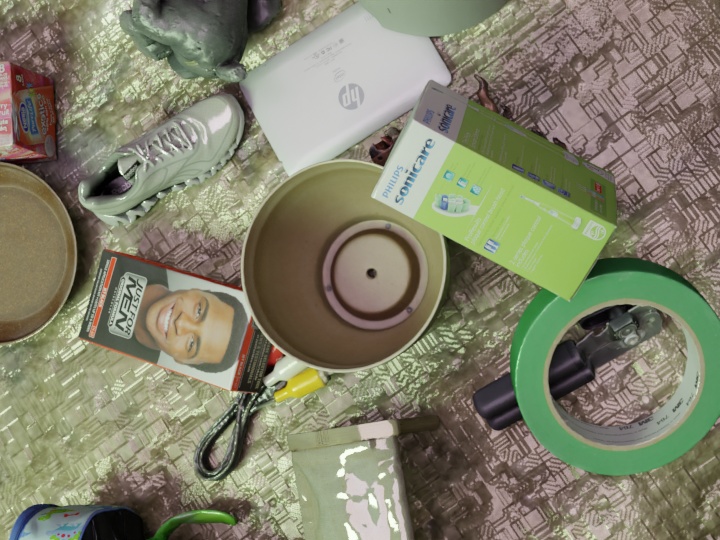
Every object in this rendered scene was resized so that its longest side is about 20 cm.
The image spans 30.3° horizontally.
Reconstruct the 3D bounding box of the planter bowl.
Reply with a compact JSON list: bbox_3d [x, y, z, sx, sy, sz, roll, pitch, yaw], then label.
[{"bbox_3d":[0.000,0.000,1.302,0.200,0.135,0.201,-1,85,16],"label":"planter bowl"}]

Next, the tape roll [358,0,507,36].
[{"bbox_3d":[0.064,-0.346,1.304,0.202,0.139,0.203,-2,81,12],"label":"tape roll"}]

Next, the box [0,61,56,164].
[{"bbox_3d":[-0.444,-0.162,1.452,0.200,0.100,0.096,-5,84,15],"label":"box"}]

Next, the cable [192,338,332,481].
[{"bbox_3d":[-0.114,0.127,1.365,0.200,0.050,0.097,-43,76,7],"label":"cable"}]

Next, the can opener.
[{"bbox_3d":[0.199,0.080,1.295,0.200,0.053,0.067,-30,46,11],"label":"can opener"}]

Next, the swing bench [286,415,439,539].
[{"bbox_3d":[0.011,0.243,1.245,0.130,0.200,0.199,-10,83,14],"label":"swing bench"}]

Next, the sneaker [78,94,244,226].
[{"bbox_3d":[-0.209,-0.117,1.397,0.200,0.081,0.075,-36,76,8],"label":"sneaker"}]

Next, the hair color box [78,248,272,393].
[{"bbox_3d":[-0.186,0.051,1.366,0.200,0.061,0.102,15,89,27],"label":"hair color box"}]

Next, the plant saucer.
[{"bbox_3d":[-0.395,-0.018,1.453,0.200,0.037,0.201,0,92,13],"label":"plant saucer"}]

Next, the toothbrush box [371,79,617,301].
[{"bbox_3d":[0.124,-0.076,1.198,0.200,0.146,0.086,28,114,-3],"label":"toothbrush box"}]

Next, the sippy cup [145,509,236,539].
[{"bbox_3d":[-0.154,0.338,1.325,0.130,0.140,0.178,2,98,5],"label":"sippy cup"}]

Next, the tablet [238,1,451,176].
[{"bbox_3d":[-0.018,-0.198,1.386,0.200,0.014,0.130,-31,79,11],"label":"tablet"}]

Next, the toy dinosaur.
[{"bbox_3d":[0.119,-0.099,1.310,0.200,0.086,0.136,38,106,-1],"label":"toy dinosaur"}]

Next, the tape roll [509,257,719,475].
[{"bbox_3d":[0.240,0.089,1.233,0.200,0.048,0.201,0,107,0],"label":"tape roll"}]

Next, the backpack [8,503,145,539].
[{"bbox_3d":[-0.301,0.335,1.331,0.147,0.183,0.200,1,81,14],"label":"backpack"}]

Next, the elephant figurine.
[{"bbox_3d":[-0.150,-0.305,1.379,0.155,0.141,0.200,34,78,-13],"label":"elephant figurine"}]
